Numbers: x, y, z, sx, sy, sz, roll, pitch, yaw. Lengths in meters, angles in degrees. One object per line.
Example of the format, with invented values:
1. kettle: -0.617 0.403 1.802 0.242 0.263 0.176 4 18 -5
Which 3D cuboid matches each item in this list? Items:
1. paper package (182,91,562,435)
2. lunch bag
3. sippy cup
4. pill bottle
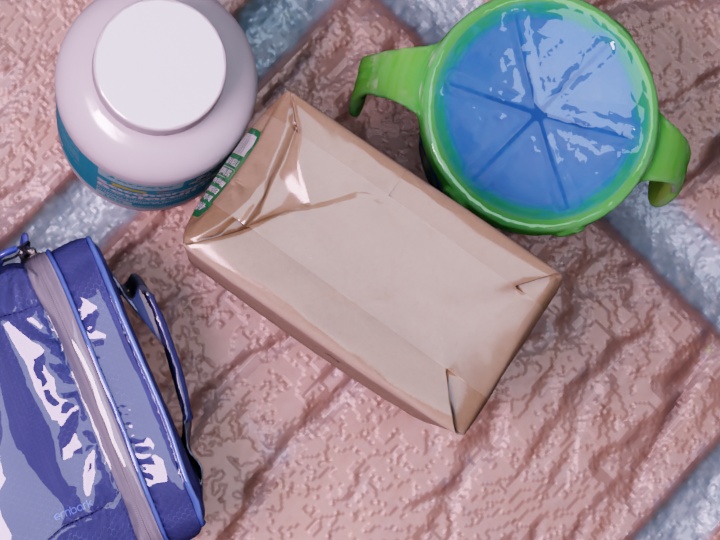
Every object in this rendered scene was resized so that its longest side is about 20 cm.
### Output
1. paper package: 0.000 0.000 1.182 0.190 0.200 0.104 34 87 -3
2. lunch bag: -0.164 0.075 1.188 0.132 0.136 0.201 -21 87 -9
3. sippy cup: 0.092 -0.082 1.230 0.140 0.130 0.178 -39 91 -11
4. pill bottle: -0.116 -0.097 1.176 0.110 0.200 0.111 1 85 -7
